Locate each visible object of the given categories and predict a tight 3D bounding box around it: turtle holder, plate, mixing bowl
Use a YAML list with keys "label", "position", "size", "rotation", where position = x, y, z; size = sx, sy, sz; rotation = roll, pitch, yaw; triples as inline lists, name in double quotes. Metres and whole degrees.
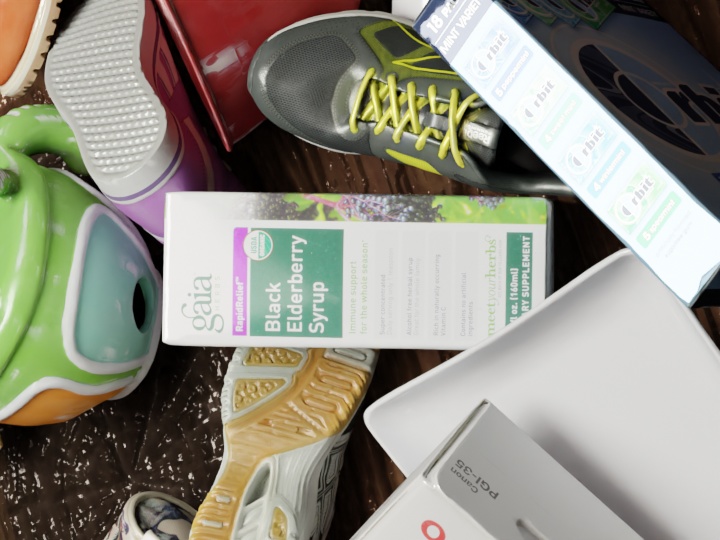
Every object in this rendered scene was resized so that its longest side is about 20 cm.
- label: "turtle holder"
  position: [-0.185, 0.003, 1.644]
  size: [0.141, 0.131, 0.186]
  rotation: [-49, 35, 33]
- label: "plate"
  position: [0.130, 0.102, 1.439]
  size: [0.200, 0.032, 0.200]
  rotation: [-33, 97, 37]
- label: "mixing bowl"
  position: [-0.064, -0.175, 1.542]
  size: [0.108, 0.200, 0.201]
  rotation: [-24, 74, -3]

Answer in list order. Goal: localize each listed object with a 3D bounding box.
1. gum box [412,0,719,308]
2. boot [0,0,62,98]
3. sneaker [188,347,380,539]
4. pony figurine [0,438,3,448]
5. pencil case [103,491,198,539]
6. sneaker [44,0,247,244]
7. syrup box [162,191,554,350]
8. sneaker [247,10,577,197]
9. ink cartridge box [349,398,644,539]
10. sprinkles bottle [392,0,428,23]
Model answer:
- label: "gum box"
  position: [0.143, -0.064, 1.386]
  size: [0.200, 0.170, 0.045]
  rotation: [47, 115, 26]
- label: "boot"
  position: [-0.219, -0.199, 1.652]
  size: [0.075, 0.107, 0.201]
  rotation: [-142, 55, -67]
- label: "sneaker"
  position: [-0.042, 0.099, 1.581]
  size: [0.075, 0.088, 0.201]
  rotation: [20, 80, 13]
- label: "pony figurine"
  position: [-0.307, 0.054, 1.731]
  size: [0.193, 0.166, 0.201]
  rotation: [-31, 68, 16]
- label: "pencil case"
  position: [-0.153, 0.208, 1.650]
  size: [0.078, 0.089, 0.200]
  rotation: [48, 117, 8]
- label: "sneaker"
  position: [-0.115, -0.075, 1.630]
  size: [0.072, 0.114, 0.201]
  rotation: [-32, 39, 14]
- label: "syrup box"
  position: [0.000, 0.000, 1.492]
  size: [0.199, 0.081, 0.079]
  rotation: [1, 91, 5]
- label: "sneaker"
  position: [0.042, -0.083, 1.456]
  size: [0.199, 0.085, 0.075]
  rotation: [11, 98, -3]
- label: "ink cartridge box"
  position: [0.050, 0.184, 1.456]
  size: [0.146, 0.083, 0.200]
  rotation: [42, 129, 1]
- label: "sprinkles bottle"
  position: [0.055, -0.226, 1.507]
  size: [0.068, 0.068, 0.201]
  rotation: [6, 94, 35]
